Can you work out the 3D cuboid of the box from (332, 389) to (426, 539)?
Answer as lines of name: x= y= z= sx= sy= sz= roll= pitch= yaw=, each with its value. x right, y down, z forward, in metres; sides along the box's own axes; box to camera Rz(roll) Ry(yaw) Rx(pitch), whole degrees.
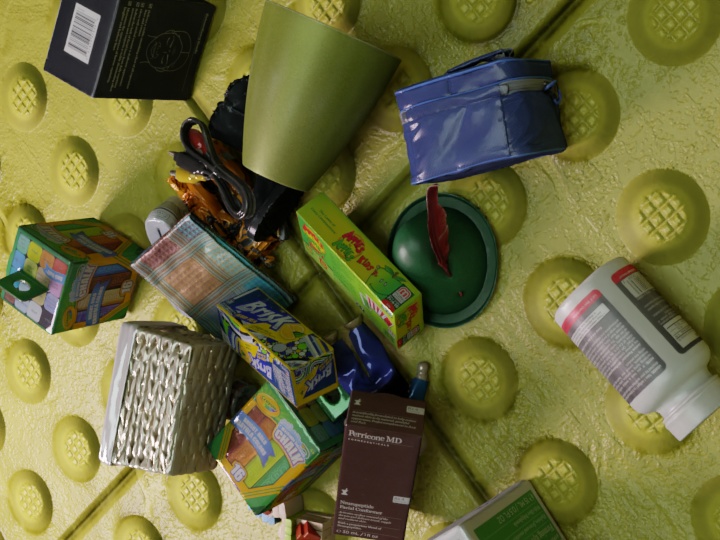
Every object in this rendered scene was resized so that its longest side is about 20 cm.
box: x=0.023 y=0.257 z=1.487 sx=0.099 sy=0.075 sz=0.201 roll=8 pitch=124 yaw=3

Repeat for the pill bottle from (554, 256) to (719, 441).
pill bottle: x=0.325 y=0.091 z=1.309 sx=0.200 sy=0.110 sz=0.111 roll=50 pitch=118 yaw=17

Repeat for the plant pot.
plant pot: x=-0.071 y=-0.211 z=1.455 sx=0.186 sy=0.187 sz=0.201 roll=28 pitch=100 yaw=26

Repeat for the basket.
basket: x=-0.263 y=0.179 z=1.601 sx=0.122 sy=0.135 sz=0.202 roll=10 pitch=91 yaw=27

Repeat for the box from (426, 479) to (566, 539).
box: x=0.143 y=0.397 z=1.410 sx=0.200 sy=0.199 sz=0.172 roll=-39 pitch=76 yaw=30

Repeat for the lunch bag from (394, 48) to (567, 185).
lunch bag: x=0.147 y=-0.188 z=1.369 sx=0.199 sy=0.136 sz=0.133 roll=-13 pitch=90 yaw=32

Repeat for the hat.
hat: x=0.063 y=-0.015 z=1.419 sx=0.165 sy=0.176 sz=0.202 roll=7 pitch=100 yaw=31

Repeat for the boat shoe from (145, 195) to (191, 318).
boat shoe: x=-0.254 y=-0.016 z=1.663 sx=0.071 sy=0.062 sz=0.201 roll=15 pitch=136 yaw=24

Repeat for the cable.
cable: x=-0.193 y=-0.141 z=1.556 sx=0.199 sy=0.050 sz=0.098 roll=31 pitch=109 yaw=36

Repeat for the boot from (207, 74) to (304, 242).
boot: x=-0.143 y=-0.161 z=1.572 sx=0.162 sy=0.073 sz=0.199 roll=34 pitch=93 yaw=17

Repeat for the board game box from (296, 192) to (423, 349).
board game box: x=0.000 y=0.000 z=1.495 sx=0.047 sy=0.102 sz=0.200 roll=-37 pitch=65 yaw=-15

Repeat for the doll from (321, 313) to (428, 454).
doll: x=0.030 y=0.158 z=1.520 sx=0.136 sy=0.048 sz=0.201 roll=-31 pitch=93 yaw=-5

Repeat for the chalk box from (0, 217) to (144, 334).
chalk box: x=-0.446 y=0.007 z=1.720 sx=0.124 sy=0.199 sz=0.125 roll=30 pitch=111 yaw=25

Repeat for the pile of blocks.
pile of blocks: x=-0.125 y=0.351 z=1.654 sx=0.199 sy=0.062 sz=0.083 roll=32 pitch=112 yaw=25

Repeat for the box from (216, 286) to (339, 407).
box: x=-0.113 y=0.099 z=1.530 sx=0.200 sy=0.070 sz=0.065 roll=35 pitch=141 yaw=46

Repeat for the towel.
towel: x=-0.209 y=0.019 z=1.620 sx=0.200 sy=0.022 sz=0.146 roll=41 pitch=123 yaw=-21

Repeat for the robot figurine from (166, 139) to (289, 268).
robot figurine: x=-0.188 y=-0.081 z=1.639 sx=0.145 sy=0.058 sz=0.201 roll=-46 pitch=72 yaw=30

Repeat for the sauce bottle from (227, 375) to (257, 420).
sauce bottle: x=-0.246 y=0.165 z=1.705 sx=0.199 sy=0.065 sz=0.065 roll=18 pitch=106 yaw=30

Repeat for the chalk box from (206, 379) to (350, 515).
chalk box: x=-0.089 y=0.217 z=1.577 sx=0.125 sy=0.124 sz=0.200 roll=50 pitch=118 yaw=16

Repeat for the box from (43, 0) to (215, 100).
box: x=-0.320 y=-0.327 z=1.606 sx=0.107 sy=0.199 sz=0.149 roll=30 pitch=110 yaw=26
